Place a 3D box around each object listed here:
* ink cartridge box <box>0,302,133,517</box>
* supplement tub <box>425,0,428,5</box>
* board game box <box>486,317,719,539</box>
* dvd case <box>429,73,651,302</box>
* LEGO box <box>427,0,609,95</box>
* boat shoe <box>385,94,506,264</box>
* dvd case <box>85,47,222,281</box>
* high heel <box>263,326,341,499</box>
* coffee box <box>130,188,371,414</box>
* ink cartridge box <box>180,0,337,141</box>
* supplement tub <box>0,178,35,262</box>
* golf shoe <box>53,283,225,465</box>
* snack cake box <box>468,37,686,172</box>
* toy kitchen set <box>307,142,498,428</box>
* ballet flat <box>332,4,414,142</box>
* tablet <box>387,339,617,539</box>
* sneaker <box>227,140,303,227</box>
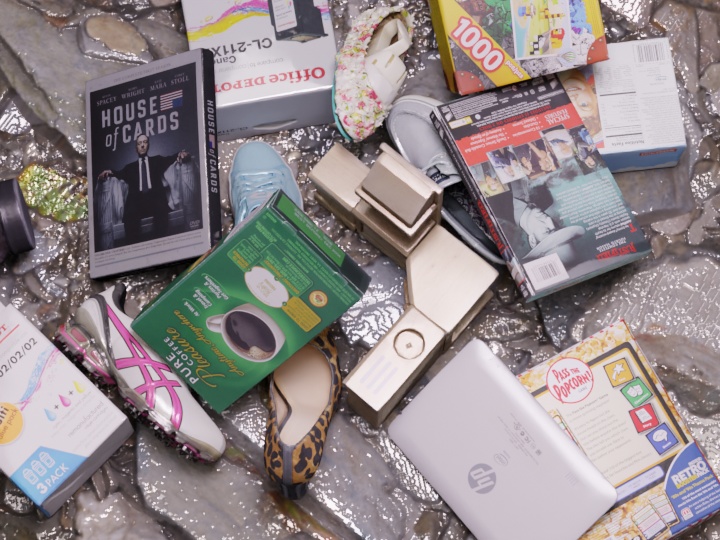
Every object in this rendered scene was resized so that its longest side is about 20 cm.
[{"bbox_3d":[-0.322,0.116,1.679,0.200,0.068,0.115,42,78,12],"label":"ink cartridge box"},{"bbox_3d":[0.151,-0.330,1.784,0.199,0.123,0.123,-28,75,-8],"label":"supplement tub"},{"bbox_3d":[0.228,0.168,1.675,0.151,0.046,0.201,-27,75,-7],"label":"board game box"},{"bbox_3d":[0.167,-0.081,1.669,0.145,0.022,0.201,-20,74,-28],"label":"dvd case"},{"bbox_3d":[0.136,-0.279,1.684,0.148,0.077,0.201,-14,100,-3],"label":"LEGO box"},{"bbox_3d":[0.091,-0.086,1.688,0.201,0.071,0.070,47,119,11],"label":"boat shoe"},{"bbox_3d":[-0.199,-0.100,1.721,0.150,0.025,0.201,-11,76,32],"label":"dvd case"},{"bbox_3d":[-0.053,0.102,1.644,0.071,0.143,0.201,3,73,1],"label":"high heel"},{"bbox_3d":[-0.101,0.029,1.625,0.123,0.044,0.200,44,120,-10],"label":"coffee box"},{"bbox_3d":[-0.100,-0.244,1.779,0.145,0.083,0.201,-10,73,-3],"label":"ink cartridge box"},{"bbox_3d":[-0.412,-0.028,1.703,0.199,0.107,0.107,-16,74,-4],"label":"supplement tub"},{"bbox_3d":[-0.191,0.095,1.683,0.200,0.073,0.092,43,77,11],"label":"golf shoe"},{"bbox_3d":[0.209,-0.154,1.761,0.199,0.067,0.116,-6,75,-1],"label":"snack cake box"},{"bbox_3d":[0.000,0.000,1.665,0.200,0.163,0.181,39,77,11],"label":"toy kitchen set"},{"bbox_3d":[0.015,-0.199,1.725,0.064,0.076,0.200,-24,32,24],"label":"ballet flat"},{"bbox_3d":[0.128,0.177,1.655,0.130,0.014,0.200,-46,71,14],"label":"tablet"},{"bbox_3d":[-0.086,-0.055,1.706,0.073,0.082,0.201,-8,56,-7],"label":"sneaker"}]
